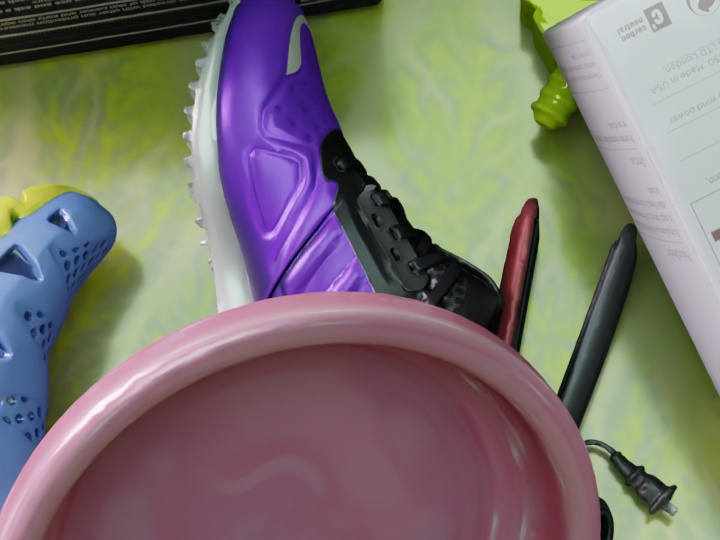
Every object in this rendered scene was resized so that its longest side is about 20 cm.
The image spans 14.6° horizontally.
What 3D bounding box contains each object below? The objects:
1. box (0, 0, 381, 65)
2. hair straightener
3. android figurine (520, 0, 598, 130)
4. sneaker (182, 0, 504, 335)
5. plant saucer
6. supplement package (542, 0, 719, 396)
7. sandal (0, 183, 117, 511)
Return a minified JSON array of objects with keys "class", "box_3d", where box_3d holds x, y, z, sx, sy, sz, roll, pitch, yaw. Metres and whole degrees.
[{"class":"box","box_3d":[-0.102,-0.160,0.947,0.199,0.198,0.124,-9,75,1]},{"class":"hair straightener","box_3d":[0.071,0.078,0.967,0.077,0.041,0.201,12,77,6]},{"class":"android figurine","box_3d":[0.135,-0.122,1.009,0.182,0.041,0.200,33,80,9]},{"class":"sneaker","box_3d":[0.000,0.000,0.965,0.099,0.070,0.201,-7,86,16]},{"class":"plant saucer","box_3d":[-0.024,0.091,0.895,0.199,0.051,0.201,-8,120,-14]},{"class":"supplement package","box_3d":[0.158,-0.017,0.920,0.117,0.117,0.201,-26,94,-2]},{"class":"sandal","box_3d":[-0.137,0.061,0.958,0.087,0.080,0.200,30,74,8]}]
